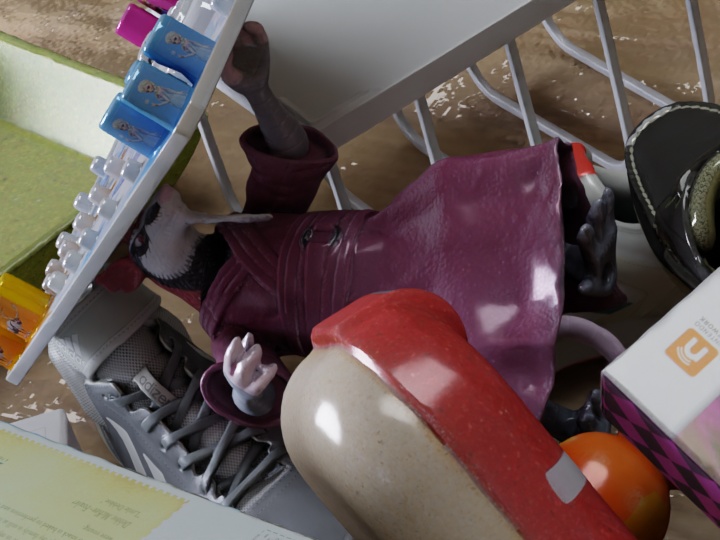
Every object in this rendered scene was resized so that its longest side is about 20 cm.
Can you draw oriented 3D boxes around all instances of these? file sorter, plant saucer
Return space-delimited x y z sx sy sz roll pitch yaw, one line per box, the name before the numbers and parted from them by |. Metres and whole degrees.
file sorter | 0.036 -0.086 0.960 0.199 0.125 0.139 -32 40 -19
plant saucer | -0.196 -0.027 1.044 0.199 0.048 0.200 23 52 41

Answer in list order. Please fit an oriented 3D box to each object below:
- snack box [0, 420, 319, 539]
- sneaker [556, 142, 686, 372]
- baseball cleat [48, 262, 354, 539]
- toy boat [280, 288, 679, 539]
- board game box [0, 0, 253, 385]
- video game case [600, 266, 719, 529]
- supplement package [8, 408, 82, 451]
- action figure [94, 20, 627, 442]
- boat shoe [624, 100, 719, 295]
snack box | -0.097 0.104 0.611 0.116 0.037 0.199 -40 31 -27
sneaker | 0.068 -0.004 0.867 0.198 0.094 0.071 -16 36 2
baseball cleat | -0.068 0.061 0.829 0.070 0.107 0.200 -44 37 -12
toy boat | 0.077 0.071 0.679 0.131 0.200 0.130 -42 6 -9
board game box | -0.070 -0.082 0.790 0.026 0.200 0.201 27 55 -11
video game case | 0.196 0.041 0.597 0.181 0.036 0.200 -39 66 -12
supplement package | -0.173 0.152 0.741 0.198 0.120 0.122 -15 37 3
action figure | 0.000 0.000 0.805 0.198 0.149 0.135 6 73 24
boat shoe | 0.136 -0.016 0.730 0.072 0.066 0.201 -36 33 4
